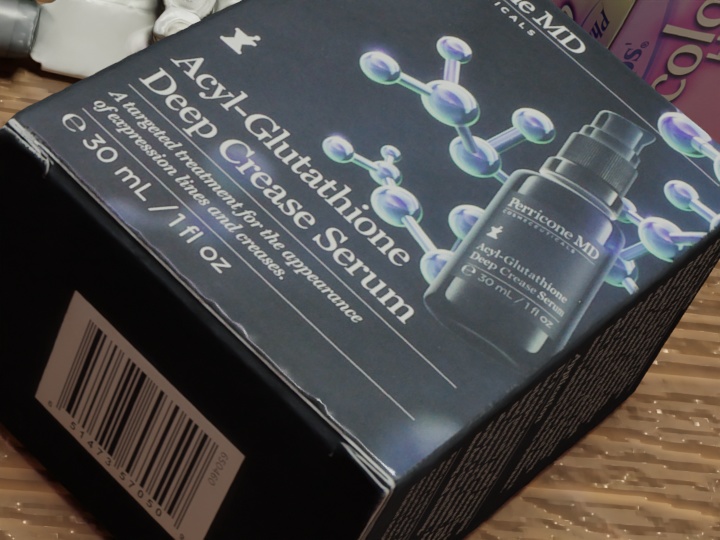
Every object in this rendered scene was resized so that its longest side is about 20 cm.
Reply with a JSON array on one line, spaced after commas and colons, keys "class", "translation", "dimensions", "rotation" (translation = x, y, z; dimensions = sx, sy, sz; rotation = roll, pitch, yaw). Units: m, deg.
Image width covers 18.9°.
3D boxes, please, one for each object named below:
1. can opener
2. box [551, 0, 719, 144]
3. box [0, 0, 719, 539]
[{"class": "can opener", "translation": [-0.124, -0.099, 0.736], "dimensions": [0.199, 0.053, 0.066], "rotation": [10, 12, -19]}, {"class": "box", "translation": [0.095, -0.166, 0.801], "dimensions": [0.096, 0.176, 0.201], "rotation": [-5, 52, -28]}, {"class": "box", "translation": [0.000, 0.000, 0.655], "dimensions": [0.148, 0.107, 0.200], "rotation": [42, 45, 15]}]
